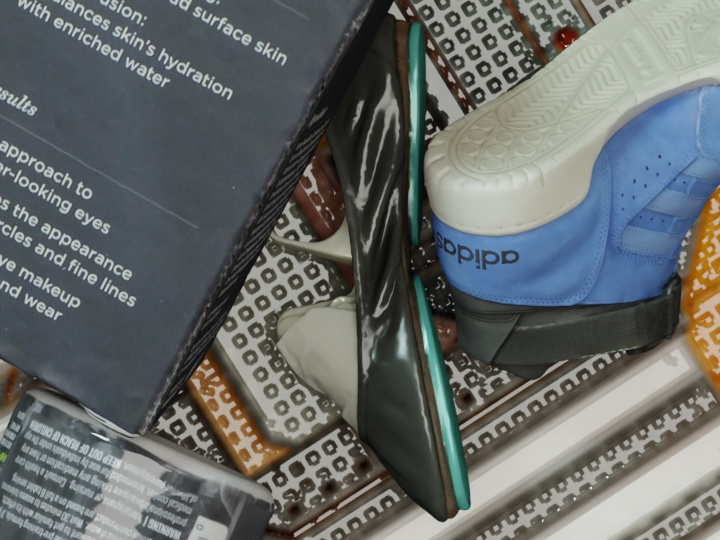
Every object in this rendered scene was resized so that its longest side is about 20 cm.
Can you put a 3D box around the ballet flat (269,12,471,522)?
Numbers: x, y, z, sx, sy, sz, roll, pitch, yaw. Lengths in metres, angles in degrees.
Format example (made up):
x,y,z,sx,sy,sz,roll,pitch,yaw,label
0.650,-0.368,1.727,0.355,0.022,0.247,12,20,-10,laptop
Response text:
x,y,z,sx,sy,sz,roll,pitch,yaw,label
0.000,0.000,1.063,0.068,0.068,0.201,-6,79,4,ballet flat

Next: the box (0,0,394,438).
x,y,z,sx,sy,sz,roll,pitch,yaw,label
-0.109,-0.080,0.992,0.196,0.117,0.200,29,103,2,box

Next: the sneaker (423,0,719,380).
x,y,z,sx,sy,sz,roll,pitch,yaw,label
0.110,-0.032,1.070,0.200,0.077,0.112,-32,131,-32,sneaker

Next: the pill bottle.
x,y,z,sx,sy,sz,roll,pitch,yaw,label
-0.117,0.153,1.023,0.106,0.106,0.201,24,87,-4,pill bottle
